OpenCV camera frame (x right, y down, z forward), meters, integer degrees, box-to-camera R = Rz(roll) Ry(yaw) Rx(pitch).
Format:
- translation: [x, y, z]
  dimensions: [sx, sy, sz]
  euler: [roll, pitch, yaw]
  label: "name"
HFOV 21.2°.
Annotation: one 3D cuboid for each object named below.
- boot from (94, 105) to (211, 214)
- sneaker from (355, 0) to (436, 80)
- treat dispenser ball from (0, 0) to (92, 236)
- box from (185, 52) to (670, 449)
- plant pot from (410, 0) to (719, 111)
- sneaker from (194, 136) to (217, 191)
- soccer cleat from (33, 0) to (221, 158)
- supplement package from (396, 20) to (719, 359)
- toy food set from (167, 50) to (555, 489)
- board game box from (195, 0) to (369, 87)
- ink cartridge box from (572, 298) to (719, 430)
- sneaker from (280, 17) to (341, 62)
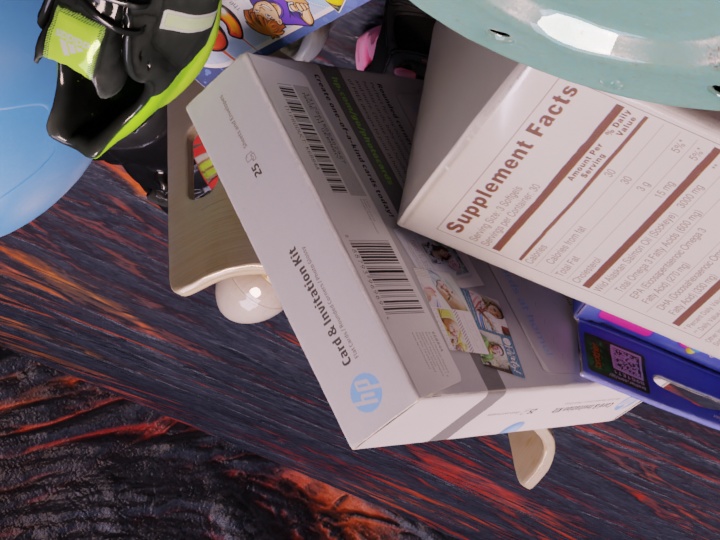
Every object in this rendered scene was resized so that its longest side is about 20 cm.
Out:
- translation: [-0.162, -0.076, 1.267]
  dimensions: [0.199, 0.077, 0.168]
  euler: [5, 158, 30]
  label: "boot"
- translation: [0.030, -0.083, 0.917]
  dimensions: [0.079, 0.096, 0.200]
  euler: [22, 166, -2]
  label: "sneaker"
- translation: [-0.215, -0.108, 0.930]
  dimensions: [0.200, 0.202, 0.201]
  euler: [18, 168, 4]
  label: "treat dispenser ball"
- translation: [0.034, -0.009, 0.795]
  dimensions: [0.041, 0.156, 0.200]
  euler: [-38, 159, 31]
  label: "box"
- translation: [0.080, -0.135, 0.460]
  dimensions: [0.200, 0.162, 0.201]
  euler: [19, 168, 4]
  label: "plant pot"
- translation: [-0.060, -0.065, 1.010]
  dimensions: [0.200, 0.077, 0.085]
  euler: [52, 177, 29]
  label: "sneaker"
- translation: [-0.078, -0.111, 0.671]
  dimensions: [0.067, 0.081, 0.200]
  euler: [29, 150, 8]
  label: "soccer cleat"
- translation: [0.132, -0.054, 0.750]
  dimensions: [0.199, 0.117, 0.117]
  euler: [22, 141, -13]
  label: "supplement package"
- translation: [0.000, 0.000, 0.844]
  dimensions: [0.200, 0.144, 0.060]
  euler: [32, 123, -31]
  label: "toy food set"
- translation: [-0.087, -0.161, 0.721]
  dimensions: [0.200, 0.035, 0.135]
  euler: [39, 145, -24]
  label: "board game box"
- translation: [0.150, -0.012, 0.852]
  dimensions: [0.119, 0.200, 0.042]
  euler: [22, 130, -15]
  label: "ink cartridge box"
- translation: [-0.043, -0.145, 0.811]
  dimensions: [0.073, 0.071, 0.200]
  euler: [14, 167, 23]
  label: "sneaker"
